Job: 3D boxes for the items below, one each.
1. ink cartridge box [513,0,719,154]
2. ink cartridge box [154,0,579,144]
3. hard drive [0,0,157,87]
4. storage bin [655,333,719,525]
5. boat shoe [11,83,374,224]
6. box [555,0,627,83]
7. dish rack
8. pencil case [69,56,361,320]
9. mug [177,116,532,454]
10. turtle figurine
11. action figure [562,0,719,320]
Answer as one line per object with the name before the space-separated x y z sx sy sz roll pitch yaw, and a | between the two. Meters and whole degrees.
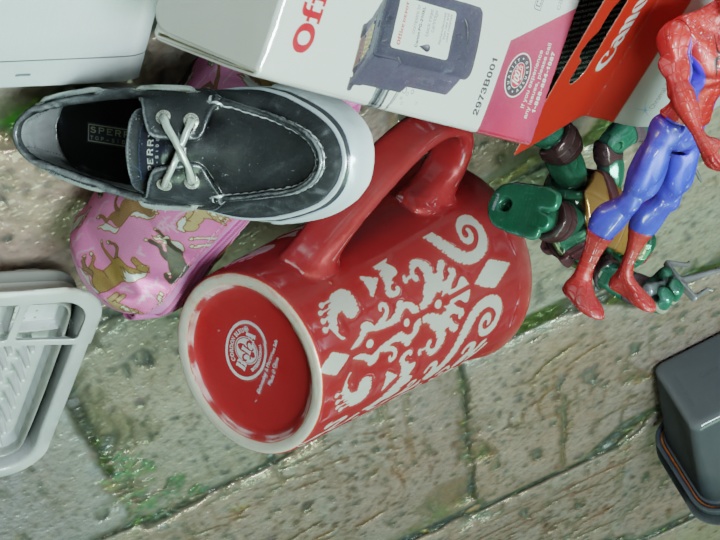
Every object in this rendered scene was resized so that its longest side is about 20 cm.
ink cartridge box | 0.187 -0.136 0.839 0.200 0.057 0.163 -37 163 -40
ink cartridge box | 0.017 -0.153 0.743 0.199 0.084 0.146 7 105 -46
hard drive | -0.148 -0.167 0.725 0.131 0.027 0.200 -7 142 -28
storage bin | 0.364 0.122 1.389 0.199 0.146 0.135 -27 137 2
boat shoe | -0.089 -0.062 0.774 0.068 0.199 0.072 -16 114 -56
box | 0.168 -0.172 0.912 0.142 0.036 0.200 -16 150 -23
dish rack | -0.263 0.064 0.954 0.171 0.044 0.200 -4 141 -31
pencil case | -0.083 -0.059 0.861 0.083 0.087 0.200 32 123 -21
mug | -0.008 0.002 0.919 0.133 0.179 0.200 2 -161 39
turtle figurine | 0.154 -0.038 0.958 0.100 0.151 0.200 -24 150 31
action figure | 0.181 -0.054 0.807 0.065 0.099 0.201 -8 124 -37
